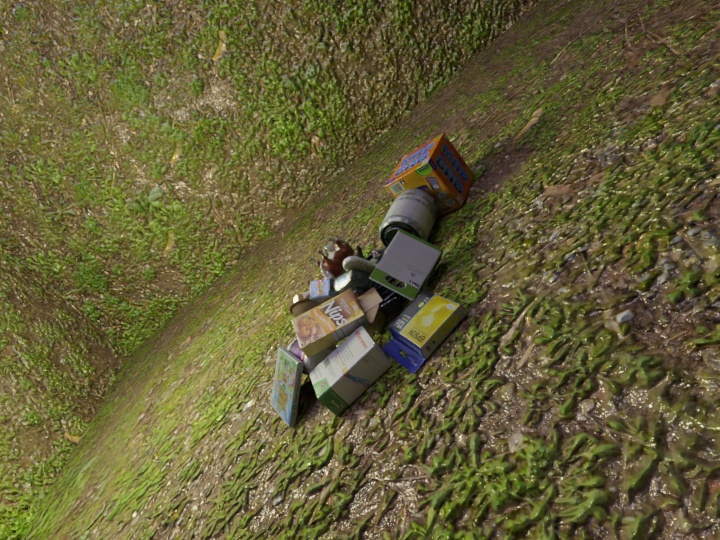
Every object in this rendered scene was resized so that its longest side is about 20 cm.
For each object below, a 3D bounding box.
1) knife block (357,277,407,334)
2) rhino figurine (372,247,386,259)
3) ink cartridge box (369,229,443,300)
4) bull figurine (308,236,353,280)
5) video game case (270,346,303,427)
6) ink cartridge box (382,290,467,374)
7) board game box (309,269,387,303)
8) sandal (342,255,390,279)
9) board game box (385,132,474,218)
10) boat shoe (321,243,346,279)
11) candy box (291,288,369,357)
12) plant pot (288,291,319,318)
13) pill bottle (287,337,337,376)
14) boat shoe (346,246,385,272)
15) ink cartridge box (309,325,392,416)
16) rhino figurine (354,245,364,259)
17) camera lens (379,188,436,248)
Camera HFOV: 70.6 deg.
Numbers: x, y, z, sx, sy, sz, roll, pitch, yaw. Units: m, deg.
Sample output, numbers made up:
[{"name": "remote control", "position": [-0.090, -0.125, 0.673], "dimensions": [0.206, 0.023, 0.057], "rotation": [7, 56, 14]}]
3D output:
[{"name": "knife block", "position": [0.034, 0.096, 1.509], "dimensions": [0.198, 0.064, 0.177], "rotation": [1, 53, 30]}, {"name": "rhino figurine", "position": [0.074, -0.008, 1.693], "dimensions": [0.059, 0.088, 0.201], "rotation": [-2, 35, 18]}, {"name": "ink cartridge box", "position": [0.129, -0.003, 1.478], "dimensions": [0.201, 0.147, 0.076], "rotation": [-56, -15, -29]}, {"name": "bull figurine", "position": [-0.092, -0.029, 1.658], "dimensions": [0.065, 0.121, 0.200], "rotation": [-35, 15, 43]}, {"name": "video game case", "position": [-0.218, 0.335, 1.490], "dimensions": [0.200, 0.022, 0.184], "rotation": [11, 93, 65]}, {"name": "ink cartridge box", "position": [0.150, 0.148, 1.308], "dimensions": [0.200, 0.047, 0.197], "rotation": [-44, 21, -9]}, {"name": "board game box", "position": [-0.045, 0.067, 1.561], "dimensions": [0.200, 0.199, 0.062], "rotation": [-30, 53, 46]}, {"name": "sandal", "position": [0.026, -0.012, 1.538], "dimensions": [0.082, 0.202, 0.050], "rotation": [-27, 57, 28]}, {"name": "board game box", "position": [0.251, -0.320, 1.811], "dimensions": [0.199, 0.200, 0.200], "rotation": [-23, 28, 42]}, {"name": "boat shoe", "position": [-0.095, 0.011, 1.748], "dimensions": [0.085, 0.204, 0.074], "rotation": [-12, 10, -22]}, {"name": "candy box", "position": [-0.087, 0.147, 1.438], "dimensions": [0.199, 0.055, 0.116], "rotation": [-28, 45, -1]}, {"name": "plant pot", "position": [-0.138, 0.142, 1.701], "dimensions": [0.200, 0.200, 0.093], "rotation": [-26, 62, 37]}, {"name": "pill bottle", "position": [-0.150, 0.258, 1.533], "dimensions": [0.113, 0.113, 0.199], "rotation": [-50, 22, -21]}, {"name": "boat shoe", "position": [0.029, -0.028, 1.843], "dimensions": [0.200, 0.057, 0.067], "rotation": [-43, 19, -1]}, {"name": "ink cartridge box", "position": [-0.029, 0.262, 1.349], "dimensions": [0.200, 0.084, 0.145], "rotation": [-43, 21, 0]}, {"name": "rhino figurine", "position": [0.000, 0.000, 1.670], "dimensions": [0.059, 0.201, 0.088], "rotation": [-1, 40, 5]}, {"name": "camera lens", "position": [0.162, -0.160, 1.717], "dimensions": [0.159, 0.160, 0.201], "rotation": [-22, 29, 42]}]
